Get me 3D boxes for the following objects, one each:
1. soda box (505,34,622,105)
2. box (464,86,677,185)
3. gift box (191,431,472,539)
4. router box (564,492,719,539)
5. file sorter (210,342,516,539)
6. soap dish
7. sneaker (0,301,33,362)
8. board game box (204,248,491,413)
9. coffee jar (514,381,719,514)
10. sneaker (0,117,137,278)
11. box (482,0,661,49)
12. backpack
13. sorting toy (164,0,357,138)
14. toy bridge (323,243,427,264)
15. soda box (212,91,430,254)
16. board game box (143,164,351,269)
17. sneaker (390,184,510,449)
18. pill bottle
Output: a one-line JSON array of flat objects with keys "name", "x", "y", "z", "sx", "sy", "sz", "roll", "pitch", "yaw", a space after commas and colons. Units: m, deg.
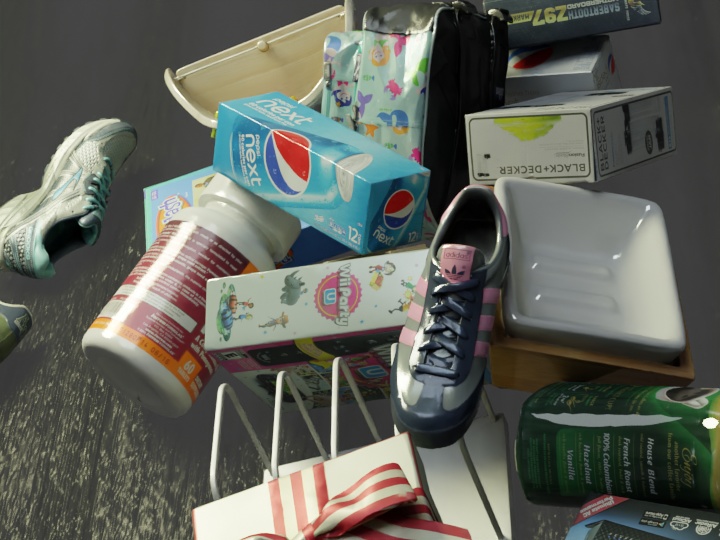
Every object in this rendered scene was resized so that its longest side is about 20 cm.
[{"name": "soda box", "x": 0.137, "y": -0.167, "z": 1.823, "sx": 0.199, "sy": 0.068, "sz": 0.064, "roll": -1, "pitch": 38, "yaw": 27}, {"name": "box", "x": 0.181, "y": -0.114, "z": 1.659, "sx": 0.116, "sy": 0.061, "sz": 0.200, "roll": 0, "pitch": 10, "yaw": 29}, {"name": "gift box", "x": 0.000, "y": 0.235, "z": 1.288, "sx": 0.183, "sy": 0.187, "sz": 0.200, "roll": -23, "pitch": 35, "yaw": 1}, {"name": "router box", "x": 0.212, "y": 0.232, "z": 1.281, "sx": 0.199, "sy": 0.062, "sz": 0.150, "roll": 5, "pitch": 46, "yaw": 33}, {"name": "file sorter", "x": 0.002, "y": 0.141, "z": 1.460, "sx": 0.199, "sy": 0.125, "sz": 0.139, "roll": -14, "pitch": 37, "yaw": 12}, {"name": "soap dish", "x": 0.167, "y": 0.019, "z": 1.519, "sx": 0.156, "sy": 0.082, "sz": 0.201, "roll": 9, "pitch": 37, "yaw": -7}, {"name": "sneaker", "x": -0.386, "y": 0.045, "z": 1.853, "sx": 0.199, "sy": 0.067, "sz": 0.090, "roll": 18, "pitch": 45, "yaw": 42}, {"name": "board game box", "x": -0.003, "y": 0.049, "z": 1.551, "sx": 0.199, "sy": 0.148, "sz": 0.065, "roll": -9, "pitch": 65, "yaw": 19}, {"name": "coffee jar", "x": 0.216, "y": 0.126, "z": 1.382, "sx": 0.199, "sy": 0.086, "sz": 0.104, "roll": 0, "pitch": 8, "yaw": 29}, {"name": "sneaker", "x": -0.275, "y": -0.064, "z": 1.932, "sx": 0.086, "sy": 0.078, "sz": 0.200, "roll": 24, "pitch": 63, "yaw": 31}, {"name": "box", "x": 0.198, "y": -0.253, "z": 1.840, "sx": 0.156, "sy": 0.051, "sz": 0.200, "roll": -10, "pitch": 14, "yaw": 8}, {"name": "backpack", "x": 0.050, "y": -0.124, "z": 1.701, "sx": 0.150, "sy": 0.202, "sz": 0.177, "roll": -3, "pitch": 0, "yaw": 27}, {"name": "sorting toy", "x": -0.082, "y": -0.168, "z": 1.862, "sx": 0.199, "sy": 0.107, "sz": 0.180, "roll": -21, "pitch": 11, "yaw": 4}, {"name": "toy bridge", "x": 0.000, "y": 0.000, "z": 1.625, "sx": 0.067, "sy": 0.027, "sz": 0.200, "roll": -12, "pitch": 1, "yaw": -14}, {"name": "soda box", "x": -0.035, "y": -0.083, "z": 1.620, "sx": 0.068, "sy": 0.065, "sz": 0.200, "roll": -14, "pitch": 31, "yaw": -39}, {"name": "board game box", "x": -0.101, "y": -0.050, "z": 1.827, "sx": 0.199, "sy": 0.045, "sz": 0.153, "roll": -18, "pitch": 37, "yaw": 6}, {"name": "sneaker", "x": 0.061, "y": 0.027, "z": 1.385, "sx": 0.070, "sy": 0.082, "sz": 0.201, "roll": 7, "pitch": 52, "yaw": 9}, {"name": "pill bottle", "x": -0.140, "y": 0.017, "z": 1.682, "sx": 0.109, "sy": 0.110, "sz": 0.200, "roll": 15, "pitch": 61, "yaw": 41}]
